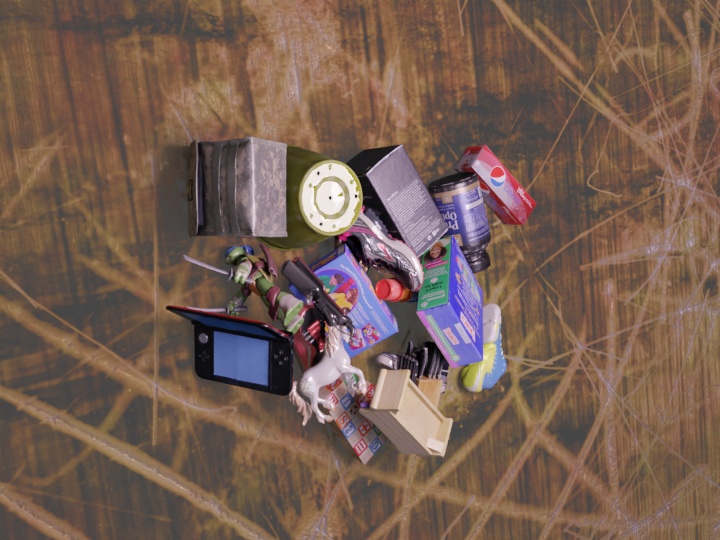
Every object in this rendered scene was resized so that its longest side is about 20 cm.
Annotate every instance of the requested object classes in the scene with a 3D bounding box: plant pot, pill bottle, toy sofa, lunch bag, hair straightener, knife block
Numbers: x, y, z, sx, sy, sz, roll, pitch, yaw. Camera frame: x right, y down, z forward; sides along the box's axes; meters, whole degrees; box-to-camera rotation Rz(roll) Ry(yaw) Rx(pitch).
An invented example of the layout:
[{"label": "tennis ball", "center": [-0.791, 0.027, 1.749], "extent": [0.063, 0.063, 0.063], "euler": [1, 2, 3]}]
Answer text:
[{"label": "plant pot", "center": [-0.095, -0.132, 1.410], "extent": [0.197, 0.192, 0.205], "euler": [-3, 97, -30]}, {"label": "pill bottle", "center": [0.218, -0.099, 1.645], "extent": [0.110, 0.111, 0.204], "euler": [-22, 104, -27]}, {"label": "toy sofa", "center": [0.087, 0.273, 1.464], "extent": [0.200, 0.096, 0.084], "euler": [49, 48, -38]}, {"label": "lunch bag", "center": [-0.231, -0.140, 1.330], "extent": [0.117, 0.197, 0.168], "euler": [-2, 93, -56]}, {"label": "hair straightener", "center": [-0.080, 0.061, 1.411], "extent": [0.201, 0.041, 0.077], "euler": [52, 26, 11]}, {"label": "knife block", "center": [0.128, 0.244, 1.573], "extent": [0.175, 0.064, 0.202], "euler": [-43, 125, -20]}]

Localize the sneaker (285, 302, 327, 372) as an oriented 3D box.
[{"label": "sneaker", "center": [-0.102, 0.133, 1.504], "extent": [0.073, 0.086, 0.203], "euler": [-36, 135, -29]}]

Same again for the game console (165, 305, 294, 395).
[{"label": "game console", "center": [-0.225, 0.140, 1.328], "extent": [0.119, 0.196, 0.176], "euler": [-37, 133, -65]}]

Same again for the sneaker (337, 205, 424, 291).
[{"label": "sneaker", "center": [0.038, -0.029, 1.477], "extent": [0.200, 0.081, 0.075], "euler": [43, 61, -3]}]

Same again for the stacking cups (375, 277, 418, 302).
[{"label": "stacking cups", "center": [0.095, 0.044, 1.569], "extent": [0.199, 0.060, 0.062], "euler": [-2, 96, -57]}]

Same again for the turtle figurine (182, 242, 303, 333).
[{"label": "turtle figurine", "center": [-0.206, 0.052, 1.378], "extent": [0.199, 0.193, 0.146], "euler": [-29, 150, -55]}]

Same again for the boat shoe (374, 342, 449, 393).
[{"label": "boat shoe", "center": [0.116, 0.188, 1.641], "extent": [0.198, 0.074, 0.094], "euler": [30, 75, -38]}]

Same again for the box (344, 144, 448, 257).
[{"label": "box", "center": [0.058, -0.135, 1.526], "extent": [0.104, 0.147, 0.202], "euler": [-40, 113, -21]}]

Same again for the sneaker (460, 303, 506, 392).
[{"label": "sneaker", "center": [0.291, 0.178, 1.746], "extent": [0.104, 0.075, 0.204], "euler": [16, 93, -42]}]

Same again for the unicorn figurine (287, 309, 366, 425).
[{"label": "unicorn figurine", "center": [-0.053, 0.187, 1.432], "extent": [0.199, 0.074, 0.138], "euler": [-39, 98, -19]}]

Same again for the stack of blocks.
[{"label": "stack of blocks", "center": [-0.010, 0.278, 1.551], "extent": [0.115, 0.058, 0.202], "euler": [-43, 126, -20]}]

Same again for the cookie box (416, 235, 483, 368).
[{"label": "cookie box", "center": [0.184, 0.062, 1.549], "extent": [0.172, 0.074, 0.202], "euler": [56, 27, -33]}]

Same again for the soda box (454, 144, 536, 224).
[{"label": "soda box", "center": [0.302, -0.188, 1.711], "extent": [0.200, 0.070, 0.064], "euler": [42, 73, -27]}]

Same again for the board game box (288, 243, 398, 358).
[{"label": "board game box", "center": [-0.032, 0.067, 1.511], "extent": [0.133, 0.045, 0.201], "euler": [-29, 113, 12]}]

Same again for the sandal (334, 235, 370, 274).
[{"label": "sandal", "center": [0.000, 0.000, 1.538], "extent": [0.082, 0.054, 0.203], "euler": [-54, 129, -61]}]
